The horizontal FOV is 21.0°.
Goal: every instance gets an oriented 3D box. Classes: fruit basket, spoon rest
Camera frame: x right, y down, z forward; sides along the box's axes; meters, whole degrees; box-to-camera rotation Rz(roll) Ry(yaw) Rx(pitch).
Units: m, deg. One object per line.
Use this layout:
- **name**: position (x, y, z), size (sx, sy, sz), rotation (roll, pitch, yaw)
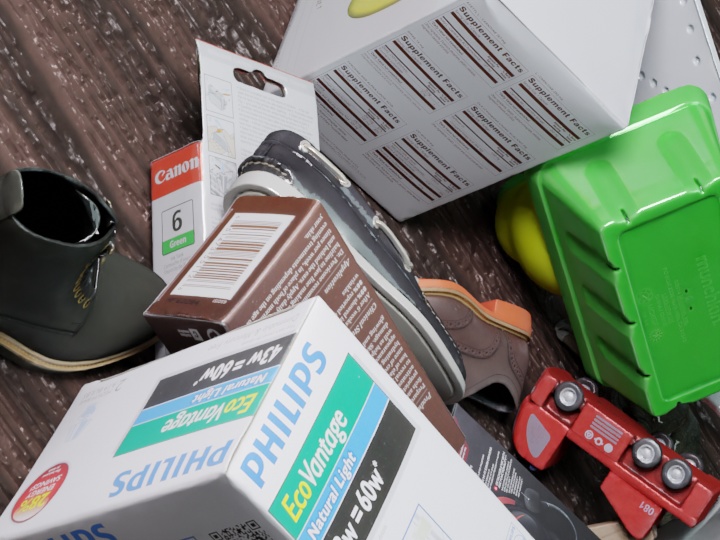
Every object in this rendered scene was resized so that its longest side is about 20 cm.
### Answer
- **fruit basket**: position (0.183, -0.023, 1.339), size (0.216, 0.154, 0.217), rotation (158, -90, -88)
- **spoon rest**: position (0.237, 0.176, 1.376), size (0.099, 0.060, 0.202), rotation (-10, 116, -46)

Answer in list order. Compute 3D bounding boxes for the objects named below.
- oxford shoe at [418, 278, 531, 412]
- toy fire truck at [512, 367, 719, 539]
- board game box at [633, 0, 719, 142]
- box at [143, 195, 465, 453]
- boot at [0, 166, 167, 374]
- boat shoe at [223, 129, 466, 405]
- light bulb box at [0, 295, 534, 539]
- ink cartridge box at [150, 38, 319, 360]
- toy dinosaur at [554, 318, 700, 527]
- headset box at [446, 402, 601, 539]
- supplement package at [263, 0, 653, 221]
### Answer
- **oxford shoe**: position (0.047, 0.051, 1.272), size (0.199, 0.071, 0.073), rotation (14, 70, -44)
- **toy fire truck**: position (0.174, 0.176, 1.334), size (0.199, 0.142, 0.049), rotation (35, 12, 17)
- **board game box**: position (0.174, -0.162, 1.392), size (0.026, 0.199, 0.202), rotation (-13, 84, -40)
- **box**: position (-0.027, 0.062, 1.114), size (0.100, 0.075, 0.201), rotation (-52, 126, -30)
- **boot**: position (-0.147, 0.000, 1.028), size (0.199, 0.138, 0.078), rotation (7, 69, -47)
- **boat shoe**: position (0.000, 0.000, 1.168), size (0.200, 0.074, 0.061), rotation (44, 50, -19)
- **light bulb box**: position (-0.050, 0.145, 1.029), size (0.200, 0.197, 0.125), rotation (49, 44, -23)
- **ink cartridge box**: position (-0.074, -0.029, 1.186), size (0.108, 0.050, 0.202), rotation (16, 62, -45)
- **toy dinosaur**: position (0.214, 0.117, 1.421), size (0.200, 0.077, 0.102), rotation (51, 57, -14)
- **headset box**: position (0.066, 0.193, 1.228), size (0.200, 0.075, 0.149), rotation (43, 47, -27)
- **supplement package**: position (0.072, -0.174, 1.290), size (0.147, 0.199, 0.192), rotation (40, 48, -29)
